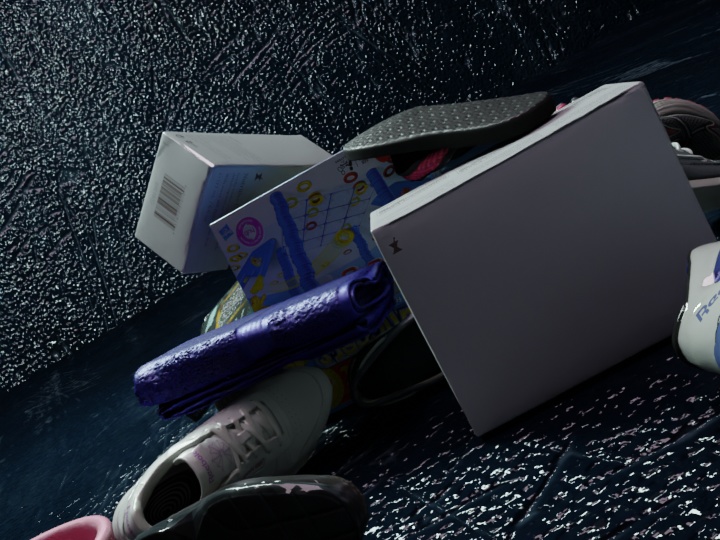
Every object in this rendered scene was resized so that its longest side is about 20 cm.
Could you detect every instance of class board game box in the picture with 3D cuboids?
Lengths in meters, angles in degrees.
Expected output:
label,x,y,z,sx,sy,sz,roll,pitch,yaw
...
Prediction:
label,x,y,z,sx,sy,sz,roll,pitch,yaw
board game box,0.000,0.000,0.920,0.198,0.198,0.056,-27,4,16
board game box,-0.124,0.052,1.078,0.136,0.028,0.201,-48,15,18

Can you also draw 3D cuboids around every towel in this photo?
label,x,y,z,sx,sy,sz,roll,pitch,yaw
towel,-0.069,0.056,0.840,0.197,0.050,0.148,-22,2,16

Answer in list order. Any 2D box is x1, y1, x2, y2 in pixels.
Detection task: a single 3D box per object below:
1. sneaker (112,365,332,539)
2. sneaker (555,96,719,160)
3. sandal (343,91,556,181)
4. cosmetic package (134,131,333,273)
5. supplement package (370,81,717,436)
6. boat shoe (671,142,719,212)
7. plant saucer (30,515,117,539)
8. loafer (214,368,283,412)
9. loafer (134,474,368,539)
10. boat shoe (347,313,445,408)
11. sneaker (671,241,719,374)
label,x,y,z,sx,sy,sz,roll,pitch,yaw
sneaker,-0.093,0.141,0.785,0.199,0.075,0.100,-39,-6,-22
sneaker,0.273,-0.115,1.023,0.197,0.081,0.075,-4,44,-21
sandal,0.061,-0.093,0.785,0.198,0.046,0.075,1,32,47
cosmetic package,-0.112,-0.069,1.035,0.081,0.114,0.198,33,25,32
supplement package,0.127,-0.012,0.727,0.198,0.157,0.111,-28,7,5
boat shoe,0.247,-0.080,0.837,0.197,0.063,0.073,-6,-17,-26
plant saucer,-0.262,0.261,0.781,0.198,0.051,0.201,-28,9,5
loafer,-0.063,0.078,1.072,0.198,0.077,0.068,-29,22,3
loafer,-0.067,0.160,0.668,0.198,0.074,0.072,-21,7,37
boat shoe,0.073,0.045,0.844,0.198,0.076,0.062,-29,7,9
sneaker,0.241,-0.006,0.577,0.198,0.081,0.115,-33,12,-15
